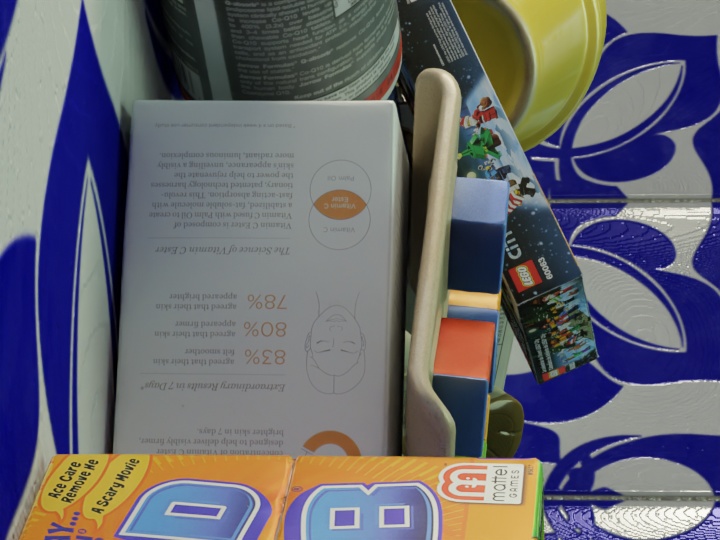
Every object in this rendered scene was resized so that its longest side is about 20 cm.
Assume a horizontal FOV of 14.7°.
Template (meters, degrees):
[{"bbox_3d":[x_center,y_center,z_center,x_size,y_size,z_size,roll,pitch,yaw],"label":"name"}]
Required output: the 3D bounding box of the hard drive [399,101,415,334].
[{"bbox_3d":[0.000,0.000,1.644,0.033,0.139,0.201,-6,97,-49],"label":"hard drive"}]

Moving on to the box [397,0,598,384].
[{"bbox_3d":[0.063,-0.053,1.452,0.137,0.038,0.200,68,-2,-69],"label":"box"}]

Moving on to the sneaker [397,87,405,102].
[{"bbox_3d":[0.007,-0.068,1.754,0.076,0.091,0.201,5,96,-62],"label":"sneaker"}]

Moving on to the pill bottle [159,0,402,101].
[{"bbox_3d":[-0.044,-0.161,1.323,0.200,0.115,0.116,82,10,-52],"label":"pill bottle"}]

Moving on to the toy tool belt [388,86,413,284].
[{"bbox_3d":[-0.022,-0.070,1.501,0.123,0.124,0.201,96,-4,-67],"label":"toy tool belt"}]

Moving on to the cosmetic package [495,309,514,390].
[{"bbox_3d":[0.028,0.061,1.745,0.087,0.103,0.201,44,-49,49],"label":"cosmetic package"}]

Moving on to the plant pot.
[{"bbox_3d":[0.068,-0.162,1.944,0.189,0.200,0.202,-65,154,-72],"label":"plant pot"}]

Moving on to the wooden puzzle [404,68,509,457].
[{"bbox_3d":[0.044,0.036,1.306,0.186,0.046,0.201,90,2,-53],"label":"wooden puzzle"}]

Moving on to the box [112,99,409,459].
[{"bbox_3d":[-0.043,0.030,1.283,0.098,0.124,0.201,71,20,-75],"label":"box"}]

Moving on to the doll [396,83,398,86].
[{"bbox_3d":[0.037,-0.188,1.623,0.200,0.048,0.137,110,-14,-54],"label":"doll"}]

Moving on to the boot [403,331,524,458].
[{"bbox_3d":[-0.032,0.080,1.520,0.155,0.200,0.072,39,-42,43],"label":"boot"}]

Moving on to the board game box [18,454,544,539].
[{"bbox_3d":[-0.031,0.205,1.057,0.200,0.199,0.200,-78,166,-63],"label":"board game box"}]
